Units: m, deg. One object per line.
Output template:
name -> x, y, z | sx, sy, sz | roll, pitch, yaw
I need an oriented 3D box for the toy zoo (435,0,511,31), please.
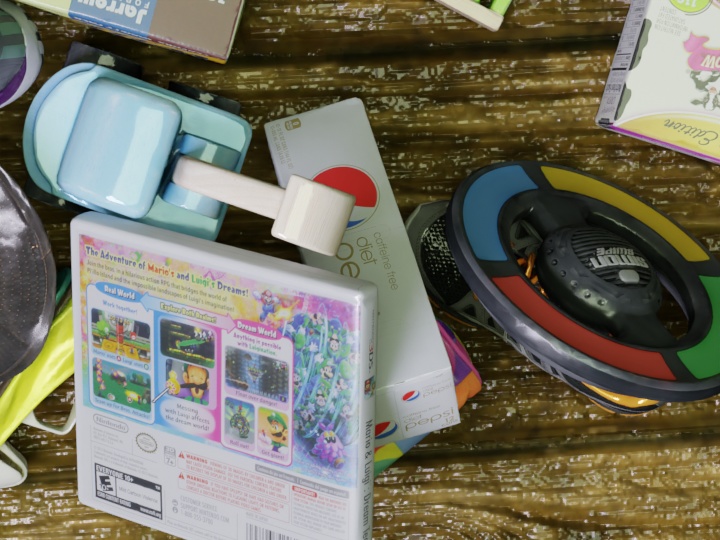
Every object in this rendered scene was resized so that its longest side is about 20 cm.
toy zoo -> 0.072, -0.266, 1.407 | 0.131, 0.020, 0.201 | 28, 92, -6

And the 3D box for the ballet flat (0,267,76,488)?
ballet flat -> -0.213, 0.089, 1.390 | 0.067, 0.067, 0.200 | 42, 89, -20

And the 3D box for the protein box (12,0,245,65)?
protein box -> -0.113, -0.232, 1.305 | 0.134, 0.199, 0.201 | 15, 93, -5

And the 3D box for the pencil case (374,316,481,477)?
pencil case -> -0.022, 0.098, 1.395 | 0.200, 0.088, 0.089 | -38, 96, -3

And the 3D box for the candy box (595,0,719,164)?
candy box -> 0.239, -0.165, 1.408 | 0.136, 0.061, 0.201 | 16, 93, -6

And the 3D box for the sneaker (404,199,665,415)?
sneaker -> 0.114, 0.021, 1.404 | 0.199, 0.077, 0.079 | 32, 93, -5

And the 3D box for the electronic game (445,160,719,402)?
electronic game -> 0.141, 0.004, 1.354 | 0.199, 0.200, 0.042 | 25, 123, -6

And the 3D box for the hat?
hat -> -0.265, -0.017, 1.358 | 0.199, 0.081, 0.202 | 5, 117, 9

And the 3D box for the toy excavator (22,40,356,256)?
toy excavator -> -0.103, -0.056, 1.316 | 0.193, 0.200, 0.100 | 20, 93, -4

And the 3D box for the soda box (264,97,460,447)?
soda box -> 0.000, 0.000, 1.345 | 0.063, 0.068, 0.201 | -17, 57, -3

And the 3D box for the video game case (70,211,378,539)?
video game case -> -0.079, 0.073, 1.299 | 0.199, 0.024, 0.183 | 14, 115, 30

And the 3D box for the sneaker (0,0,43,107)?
sneaker -> -0.270, -0.085, 1.246 | 0.199, 0.088, 0.075 | -34, 87, 13
